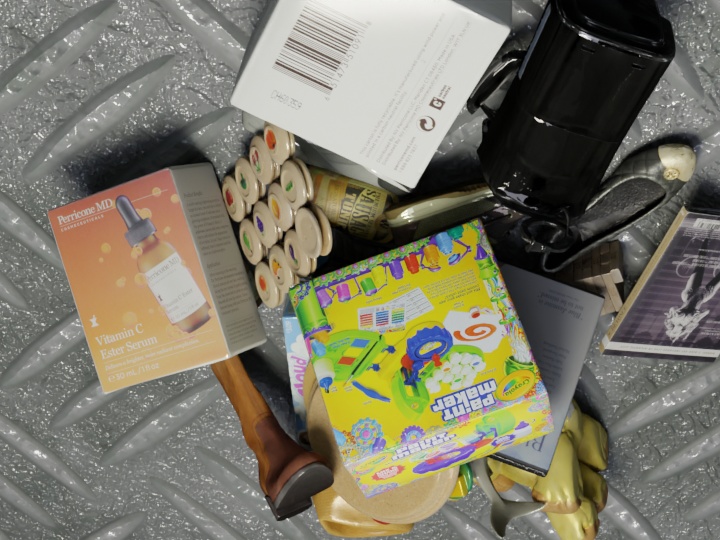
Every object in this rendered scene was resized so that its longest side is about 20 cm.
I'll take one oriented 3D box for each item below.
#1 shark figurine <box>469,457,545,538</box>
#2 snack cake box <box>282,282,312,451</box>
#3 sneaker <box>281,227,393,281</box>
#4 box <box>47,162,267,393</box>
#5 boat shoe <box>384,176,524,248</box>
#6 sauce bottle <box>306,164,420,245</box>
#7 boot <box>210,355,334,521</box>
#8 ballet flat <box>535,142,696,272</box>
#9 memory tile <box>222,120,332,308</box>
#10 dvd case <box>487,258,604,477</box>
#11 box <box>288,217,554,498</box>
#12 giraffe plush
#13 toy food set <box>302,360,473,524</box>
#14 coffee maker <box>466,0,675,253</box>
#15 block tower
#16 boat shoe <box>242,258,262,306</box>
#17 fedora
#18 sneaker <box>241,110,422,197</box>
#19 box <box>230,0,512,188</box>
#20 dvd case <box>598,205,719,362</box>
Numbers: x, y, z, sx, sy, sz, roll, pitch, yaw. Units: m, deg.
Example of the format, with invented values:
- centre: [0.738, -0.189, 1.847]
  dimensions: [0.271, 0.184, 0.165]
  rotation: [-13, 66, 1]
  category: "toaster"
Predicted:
- centre: [0.125, 0.168, 1.651]
  dimensions: [0.128, 0.089, 0.215]
  rotation: [3, 89, 37]
  category: "shark figurine"
- centre: [-0.020, 0.111, 1.737]
  dimensions: [0.115, 0.067, 0.200]
  rotation: [0, 126, 7]
  category: "snack cake box"
- centre: [0.000, 0.000, 1.628]
  dimensions: [0.200, 0.082, 0.073]
  rotation: [29, 83, -25]
  category: "sneaker"
- centre: [-0.209, 0.007, 1.604]
  dimensions: [0.152, 0.106, 0.200]
  rotation: [-18, 91, 20]
  category: "box"
- centre: [0.126, -0.059, 1.560]
  dimensions: [0.200, 0.072, 0.066]
  rotation: [-14, 101, -5]
  category: "boat shoe"
- centre: [0.019, -0.063, 1.603]
  dimensions: [0.200, 0.066, 0.066]
  rotation: [14, 127, -4]
  category: "sauce bottle"
- centre: [-0.100, 0.160, 1.685]
  dimensions: [0.068, 0.200, 0.188]
  rotation: [-22, 167, -10]
  category: "boot"
- centre: [0.262, -0.060, 1.577]
  dimensions: [0.066, 0.057, 0.200]
  rotation: [39, 122, -21]
  category: "ballet flat"
- centre: [-0.087, -0.055, 1.544]
  dimensions: [0.017, 0.154, 0.200]
  rotation: [-15, 166, -26]
  category: "memory tile"
- centre: [0.152, 0.093, 1.574]
  dimensions: [0.142, 0.200, 0.018]
  rotation: [20, 162, 4]
  category: "dvd case"
- centre: [0.060, 0.086, 1.501]
  dimensions: [0.200, 0.193, 0.122]
  rotation: [-19, 154, 2]
  category: "box"
- centre: [0.174, 0.206, 1.737]
  dimensions: [0.162, 0.173, 0.200]
  rotation: [-8, 119, 24]
  category: "giraffe plush"
- centre: [0.023, 0.176, 1.638]
  dimensions: [0.200, 0.049, 0.198]
  rotation: [-8, 100, 37]
  category: "toy food set"
- centre: [0.204, -0.151, 1.433]
  dimensions: [0.134, 0.192, 0.200]
  rotation: [0, 135, -27]
  category: "coffee maker"
- centre: [0.187, 0.027, 1.655]
  dimensions: [0.200, 0.054, 0.058]
  rotation: [-15, 124, 19]
  category: "block tower"
- centre: [-0.206, 0.024, 1.700]
  dimensions: [0.200, 0.074, 0.067]
  rotation: [-10, 109, 14]
  category: "boat shoe"
- centre: [0.005, 0.263, 1.790]
  dimensions: [0.200, 0.082, 0.201]
  rotation: [3, 160, 1]
  category: "fedora"
- centre: [-0.027, -0.131, 1.560]
  dimensions: [0.200, 0.074, 0.079]
  rotation: [30, 134, -7]
  category: "sneaker"
- centre: [0.011, -0.219, 1.444]
  dimensions: [0.200, 0.131, 0.199]
  rotation: [24, 126, -11]
  category: "box"
- centre: [0.353, 0.018, 1.618]
  dimensions: [0.148, 0.016, 0.200]
  rotation: [5, 130, -25]
  category: "dvd case"
